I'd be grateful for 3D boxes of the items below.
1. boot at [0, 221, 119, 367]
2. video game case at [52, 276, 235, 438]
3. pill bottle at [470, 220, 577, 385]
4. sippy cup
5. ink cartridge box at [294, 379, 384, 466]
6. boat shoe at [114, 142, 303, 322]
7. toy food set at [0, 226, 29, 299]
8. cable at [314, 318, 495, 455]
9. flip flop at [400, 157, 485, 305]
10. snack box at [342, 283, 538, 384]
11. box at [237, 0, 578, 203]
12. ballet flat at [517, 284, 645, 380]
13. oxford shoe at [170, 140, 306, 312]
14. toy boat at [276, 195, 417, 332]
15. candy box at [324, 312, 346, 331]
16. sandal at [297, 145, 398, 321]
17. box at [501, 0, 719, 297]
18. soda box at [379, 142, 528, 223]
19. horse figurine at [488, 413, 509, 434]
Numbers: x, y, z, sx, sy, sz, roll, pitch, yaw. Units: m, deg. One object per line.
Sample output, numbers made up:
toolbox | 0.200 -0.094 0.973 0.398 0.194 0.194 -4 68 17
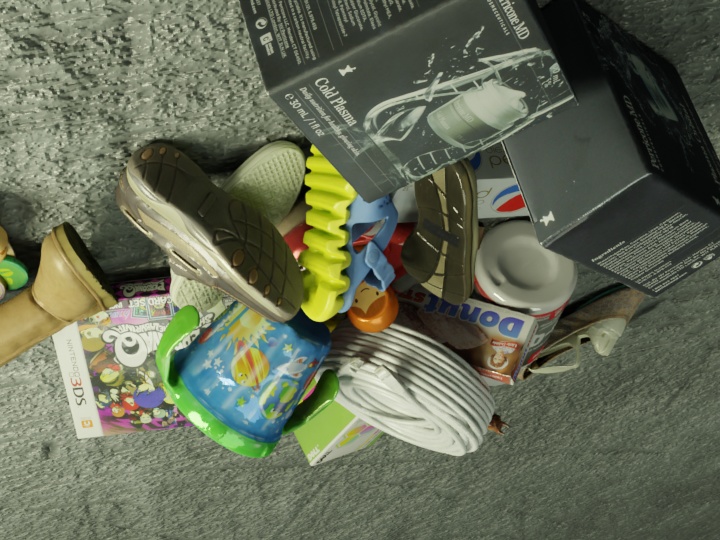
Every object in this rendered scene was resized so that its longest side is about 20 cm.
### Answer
boot | -0.323 0.048 1.221 0.199 0.066 0.175 -30 162 -8
video game case | -0.206 0.087 1.384 0.199 0.036 0.182 -6 128 -3
pill bottle | 0.163 0.043 1.513 0.113 0.114 0.200 -9 151 -14
sippy cup | -0.100 0.087 1.302 0.131 0.140 0.178 -51 166 14
ink cartridge box | -0.045 0.172 1.624 0.199 0.076 0.148 -14 156 -40
boat shoe | -0.134 -0.027 1.204 0.200 0.075 0.073 45 137 -10
toy food set | -0.402 0.010 1.218 0.199 0.049 0.198 -14 152 -7
cable | 0.043 0.123 1.426 0.200 0.070 0.200 35 159 -24
flip flop | 0.084 -0.042 1.241 0.058 0.081 0.201 -41 150 -31
snack box | 0.082 0.058 1.423 0.199 0.072 0.024 16 157 26
box | 0.039 -0.177 1.049 0.196 0.125 0.200 -26 151 13
ballet flat | 0.275 0.084 1.696 0.199 0.068 0.068 -26 151 17
oxford shoe | -0.121 -0.048 1.266 0.075 0.058 0.200 19 121 -32
toy boat | 0.000 0.000 1.330 0.199 0.131 0.130 13 139 -43
candy box | -0.083 0.105 1.585 0.102 0.027 0.200 1 147 -37
sandal | -0.003 -0.054 1.220 0.087 0.079 0.201 -1 111 -35
box | 0.222 -0.105 1.193 0.117 0.198 0.199 -35 147 29
soda box | 0.110 -0.093 1.297 0.199 0.064 0.068 -3 149 -22
horse figurine | 0.077 0.112 1.558 0.050 0.133 0.200 -42 127 1
